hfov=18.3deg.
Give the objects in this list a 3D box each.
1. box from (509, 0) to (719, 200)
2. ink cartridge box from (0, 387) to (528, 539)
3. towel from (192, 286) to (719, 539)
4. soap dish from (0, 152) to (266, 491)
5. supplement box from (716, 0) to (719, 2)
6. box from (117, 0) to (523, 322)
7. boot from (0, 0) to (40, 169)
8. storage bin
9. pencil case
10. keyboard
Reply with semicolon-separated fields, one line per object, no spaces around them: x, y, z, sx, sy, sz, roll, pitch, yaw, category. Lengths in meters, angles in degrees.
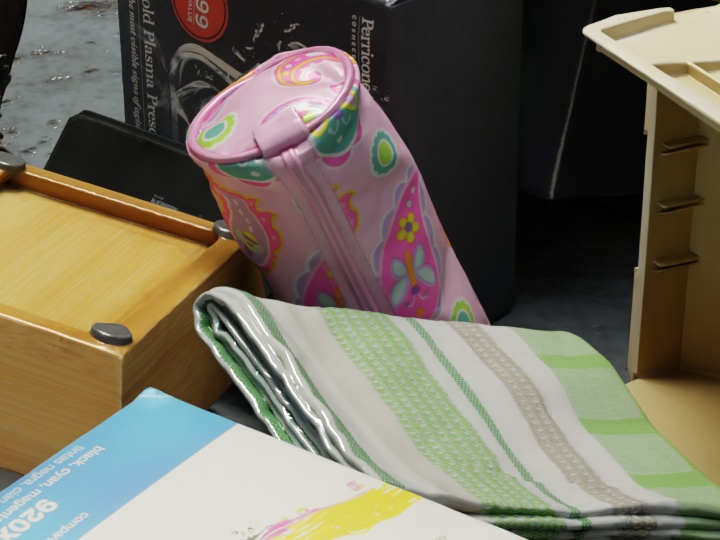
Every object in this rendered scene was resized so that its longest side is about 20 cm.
0.092;-0.121;1.220;0.197;0.118;0.200;21;16;36;box
-0.034;0.160;0.742;0.200;0.147;0.145;18;35;32;ink cartridge box
0.047;0.057;0.884;0.200;0.031;0.149;6;32;-37;towel
-0.136;0.022;0.946;0.157;0.081;0.200;17;21;10;soap dish
0.113;-0.209;1.108;0.131;0.103;0.200;11;13;-23;supplement box
-0.021;-0.077;1.113;0.182;0.200;0.104;21;34;35;box
-0.185;-0.055;1.126;0.069;0.200;0.174;16;8;-38;boot
0.168;0.011;0.946;0.094;0.200;0.199;-13;31;-22;storage bin
0.000;0.000;0.982;0.087;0.200;0.087;-19;31;12;pencil case
-0.100;0.001;1.093;0.200;0.127;0.021;23;-6;39;keyboard
